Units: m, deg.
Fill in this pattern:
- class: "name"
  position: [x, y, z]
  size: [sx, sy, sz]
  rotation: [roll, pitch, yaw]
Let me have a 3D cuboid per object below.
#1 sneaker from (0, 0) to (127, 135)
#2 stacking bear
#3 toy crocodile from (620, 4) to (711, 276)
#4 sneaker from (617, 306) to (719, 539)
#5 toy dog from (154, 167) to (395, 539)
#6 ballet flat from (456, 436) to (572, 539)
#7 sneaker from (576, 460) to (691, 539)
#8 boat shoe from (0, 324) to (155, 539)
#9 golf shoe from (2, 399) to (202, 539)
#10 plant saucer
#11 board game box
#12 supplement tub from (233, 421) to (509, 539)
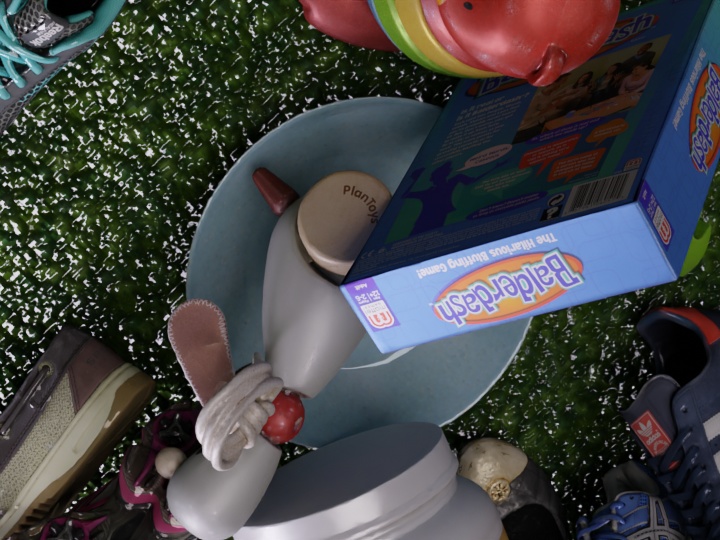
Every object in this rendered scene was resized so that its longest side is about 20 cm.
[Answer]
- class: "sneaker"
  position: [-0.165, -0.120, 0.824]
  size: [0.078, 0.091, 0.200]
  rotation: [38, 94, -22]
- class: "stacking bear"
  position: [0.058, -0.142, 0.822]
  size: [0.113, 0.200, 0.122]
  rotation: [19, 101, -21]
- class: "toy crocodile"
  position: [0.147, -0.081, 0.941]
  size: [0.062, 0.067, 0.200]
  rotation: [-37, 117, -25]
- class: "sneaker"
  position: [0.187, 0.108, 0.962]
  size: [0.084, 0.201, 0.075]
  rotation: [17, 141, -20]
- class: "toy dog"
  position: [-0.050, 0.024, 0.857]
  size: [0.200, 0.096, 0.132]
  rotation: [-50, 158, -27]
- class: "ballet flat"
  position: [0.106, 0.184, 1.018]
  size: [0.066, 0.057, 0.200]
  rotation: [-26, 112, -5]
- class: "sneaker"
  position: [0.146, 0.176, 0.969]
  size: [0.076, 0.200, 0.077]
  rotation: [-36, 92, 25]
- class: "boat shoe"
  position: [-0.190, 0.111, 0.909]
  size: [0.066, 0.072, 0.201]
  rotation: [45, 107, 8]
- class: "golf shoe"
  position: [-0.136, 0.154, 0.890]
  size: [0.073, 0.092, 0.200]
  rotation: [45, 60, 11]
- class: "plant saucer"
  position: [0.000, 0.000, 0.939]
  size: [0.200, 0.039, 0.202]
  rotation: [-5, 108, -15]
- class: "board game box"
  position: [0.093, -0.052, 0.802]
  size: [0.152, 0.200, 0.045]
  rotation: [-16, 119, 34]
- class: "supplement tub"
  position: [0.022, 0.195, 0.899]
  size: [0.144, 0.144, 0.201]
  rotation: [-23, 99, -8]
